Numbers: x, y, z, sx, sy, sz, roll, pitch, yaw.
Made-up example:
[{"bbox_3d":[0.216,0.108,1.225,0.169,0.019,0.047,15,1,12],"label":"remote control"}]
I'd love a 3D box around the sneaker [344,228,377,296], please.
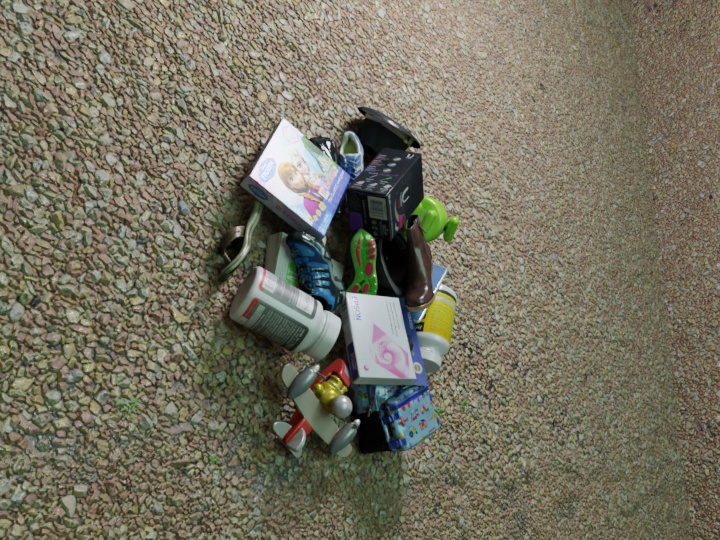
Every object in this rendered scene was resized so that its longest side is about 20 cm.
[{"bbox_3d":[0.000,0.000,1.592,0.075,0.084,0.203,4,115,-11],"label":"sneaker"}]

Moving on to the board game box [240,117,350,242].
[{"bbox_3d":[-0.130,-0.189,1.487,0.199,0.041,0.202,38,46,-20],"label":"board game box"}]

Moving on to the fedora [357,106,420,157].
[{"bbox_3d":[0.054,-0.324,1.761,0.199,0.200,0.092,29,95,-38],"label":"fedora"}]

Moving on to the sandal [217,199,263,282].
[{"bbox_3d":[-0.246,-0.061,1.394,0.057,0.080,0.203,28,50,-18],"label":"sandal"}]

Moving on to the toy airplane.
[{"bbox_3d":[-0.081,0.277,1.406,0.199,0.140,0.203,7,80,-51],"label":"toy airplane"}]

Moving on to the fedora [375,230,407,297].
[{"bbox_3d":[0.055,-0.017,1.679,0.200,0.089,0.179,-41,112,-61],"label":"fedora"}]

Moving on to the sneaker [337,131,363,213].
[{"bbox_3d":[-0.029,-0.230,1.651,0.077,0.074,0.203,72,14,-68],"label":"sneaker"}]

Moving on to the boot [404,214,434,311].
[{"bbox_3d":[0.122,-0.018,1.615,0.201,0.071,0.169,-68,145,-60],"label":"boot"}]

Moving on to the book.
[{"bbox_3d":[-0.121,0.019,1.522,0.199,0.048,0.136,27,60,-43],"label":"book"}]

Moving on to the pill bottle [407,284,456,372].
[{"bbox_3d":[0.171,0.142,1.744,0.112,0.111,0.203,36,53,-34],"label":"pill bottle"}]

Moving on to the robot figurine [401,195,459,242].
[{"bbox_3d":[0.157,-0.129,1.784,0.117,0.174,0.200,-64,170,9],"label":"robot figurine"}]

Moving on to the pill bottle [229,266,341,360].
[{"bbox_3d":[-0.145,0.089,1.384,0.198,0.114,0.115,32,55,-18],"label":"pill bottle"}]

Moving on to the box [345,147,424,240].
[{"bbox_3d":[0.061,-0.177,1.619,0.201,0.105,0.124,-52,145,-44],"label":"box"}]

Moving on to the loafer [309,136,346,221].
[{"bbox_3d":[-0.081,-0.210,1.618,0.070,0.068,0.204,1,73,-38],"label":"loafer"}]

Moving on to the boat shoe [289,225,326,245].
[{"bbox_3d":[-0.127,-0.137,1.537,0.202,0.070,0.069,58,41,-12],"label":"boat shoe"}]

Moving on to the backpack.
[{"bbox_3d":[0.070,0.286,1.576,0.181,0.133,0.203,-11,85,-47],"label":"backpack"}]

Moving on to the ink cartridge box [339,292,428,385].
[{"bbox_3d":[0.058,0.150,1.541,0.197,0.043,0.199,6,57,-29],"label":"ink cartridge box"}]

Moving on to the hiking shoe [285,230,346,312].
[{"bbox_3d":[-0.097,0.010,1.461,0.201,0.074,0.087,58,45,-26],"label":"hiking shoe"}]

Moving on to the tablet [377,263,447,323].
[{"bbox_3d":[0.122,0.042,1.727,0.014,0.128,0.201,87,27,-44],"label":"tablet"}]
